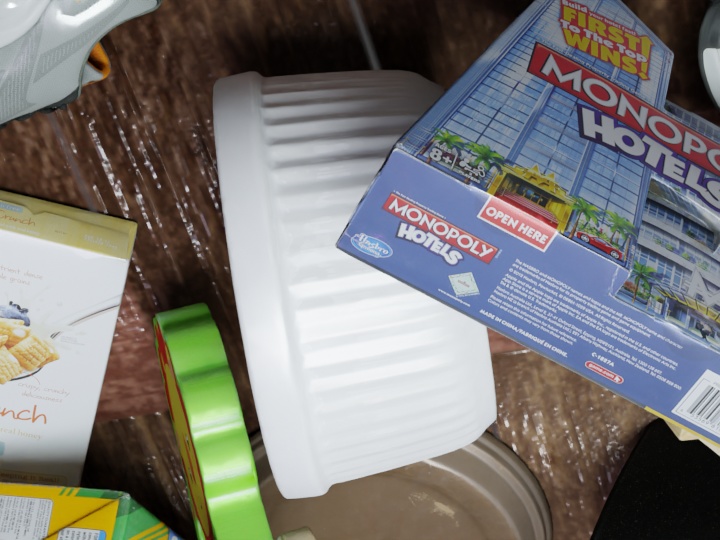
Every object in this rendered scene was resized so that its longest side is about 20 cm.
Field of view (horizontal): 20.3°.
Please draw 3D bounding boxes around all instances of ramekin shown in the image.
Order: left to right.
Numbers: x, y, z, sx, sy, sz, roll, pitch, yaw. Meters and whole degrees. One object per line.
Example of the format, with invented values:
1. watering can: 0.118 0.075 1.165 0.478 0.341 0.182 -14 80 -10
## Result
1. ramekin: 0.000 0.000 0.938 0.105 0.200 0.200 -10 126 2

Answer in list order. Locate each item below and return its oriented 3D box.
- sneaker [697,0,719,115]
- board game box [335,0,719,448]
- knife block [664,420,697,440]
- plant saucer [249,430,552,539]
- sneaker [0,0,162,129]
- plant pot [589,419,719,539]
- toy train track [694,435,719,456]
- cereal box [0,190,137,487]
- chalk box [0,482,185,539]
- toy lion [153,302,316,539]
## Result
1. sneaker: 0.245 -0.061 0.901 0.200 0.115 0.076 39 82 -29
2. board game box: 0.110 -0.041 0.857 0.200 0.200 0.062 27 130 -6
3. knife block: 0.162 0.000 0.967 0.200 0.176 0.064 -4 128 -22
4. plant saucer: 0.010 0.157 1.156 0.200 0.029 0.200 3 128 3
5. sneaker: -0.173 -0.093 0.961 0.079 0.074 0.200 35 123 -25
6. plant pot: 0.235 0.156 1.037 0.199 0.178 0.200 -28 120 24
7. toy train track: 0.224 0.111 0.879 0.200 0.033 0.115 37 129 -13
8. cereal box: -0.208 0.044 1.086 0.144 0.040 0.200 13 127 -5
9. chalk box: -0.159 0.204 1.117 0.124 0.125 0.200 2 159 18
10. toy lion: -0.071 0.123 1.050 0.069 0.192 0.200 -14 148 -10
